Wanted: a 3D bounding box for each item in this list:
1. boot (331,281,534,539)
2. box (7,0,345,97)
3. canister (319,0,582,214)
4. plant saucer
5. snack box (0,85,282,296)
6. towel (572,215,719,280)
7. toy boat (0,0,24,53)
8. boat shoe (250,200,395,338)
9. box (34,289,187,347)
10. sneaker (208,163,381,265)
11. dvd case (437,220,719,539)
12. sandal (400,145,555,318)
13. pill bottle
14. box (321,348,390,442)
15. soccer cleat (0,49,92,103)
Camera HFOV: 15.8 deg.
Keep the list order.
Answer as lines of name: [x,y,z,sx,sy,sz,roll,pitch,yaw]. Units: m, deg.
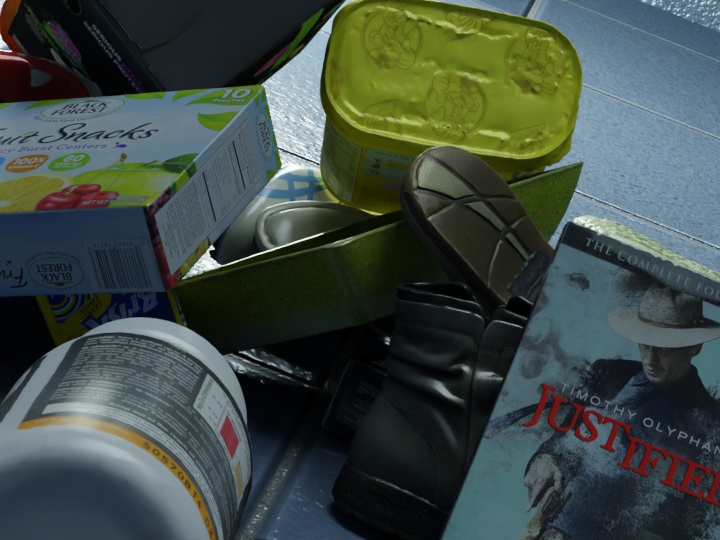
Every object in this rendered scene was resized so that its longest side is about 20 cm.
boot: [0.092,0.090,1.297,0.199,0.131,0.068,23,8,5]
box: [-0.101,-0.155,1.487,0.125,0.148,0.200,52,-16,-2]
canister: [0.047,-0.089,1.557,0.147,0.087,0.200,10,-12,-1]
plant saucer: [0.000,0.000,1.455,0.199,0.048,0.199,-18,3,-41]
snack box: [-0.158,-0.040,1.339,0.199,0.053,0.142,-2,26,26]
towel: [0.248,0.022,1.875,0.199,0.037,0.148,25,12,-14]
toy boat: [-0.208,-0.116,1.612,0.199,0.131,0.130,10,19,-34]
boat shoe: [0.019,0.011,1.617,0.199,0.060,0.072,13,51,-21]
box: [-0.149,-0.013,1.422,0.070,0.065,0.200,-20,25,-6]
sneaker: [-0.019,-0.025,1.671,0.072,0.072,0.199,38,25,28]
dvd case: [0.129,0.093,1.254,0.145,0.201,0.022,23,-16,5]
sandal: [0.082,0.026,1.361,0.200,0.054,0.080,52,47,-5]
pill bottle: [-0.105,0.092,1.074,0.116,0.117,0.200,21,16,0]
box: [0.101,0.101,1.442,0.199,0.046,0.159,28,17,21]
soccer cleat: [-0.250,-0.091,1.490,0.198,0.069,0.085,-9,14,4]
